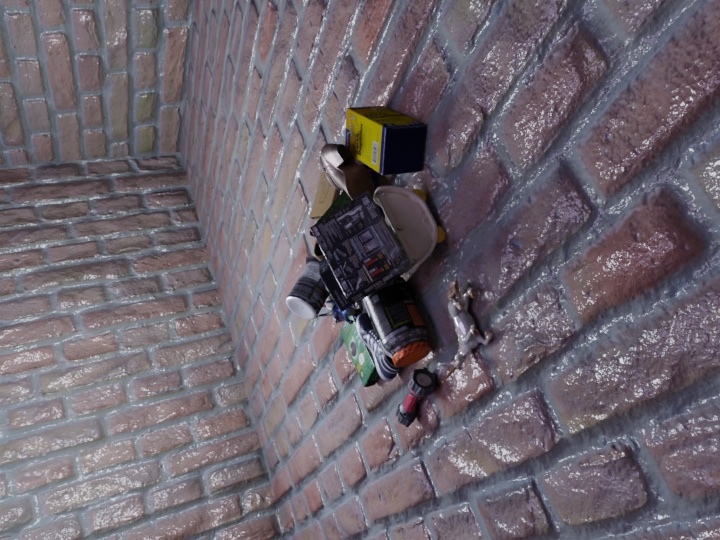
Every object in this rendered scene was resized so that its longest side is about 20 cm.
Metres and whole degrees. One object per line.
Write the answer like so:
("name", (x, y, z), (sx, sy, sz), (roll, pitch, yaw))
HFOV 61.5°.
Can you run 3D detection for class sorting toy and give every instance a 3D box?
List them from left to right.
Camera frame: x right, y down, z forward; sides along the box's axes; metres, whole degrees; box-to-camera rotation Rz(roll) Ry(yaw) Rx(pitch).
("sorting toy", (0.106, -0.083, 1.420), (0.202, 0.106, 0.180), (65, 162, 15))

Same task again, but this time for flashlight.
("flashlight", (0.137, 0.327, 1.534), (0.068, 0.068, 0.202), (33, 137, 18))

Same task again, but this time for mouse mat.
("mouse mat", (-0.025, -0.142, 1.497), (0.160, 0.201, 0.008), (29, 167, 45))

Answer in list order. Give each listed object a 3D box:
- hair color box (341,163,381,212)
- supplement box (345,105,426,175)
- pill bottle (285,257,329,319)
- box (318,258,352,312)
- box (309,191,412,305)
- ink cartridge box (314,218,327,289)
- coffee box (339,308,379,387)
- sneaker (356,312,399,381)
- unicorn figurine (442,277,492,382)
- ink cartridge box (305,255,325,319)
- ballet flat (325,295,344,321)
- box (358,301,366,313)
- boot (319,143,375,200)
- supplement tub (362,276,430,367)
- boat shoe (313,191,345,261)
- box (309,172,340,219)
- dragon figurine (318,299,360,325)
("hair color box", (0.003, -0.177, 1.630), (0.109, 0.064, 0.203), (-4, 97, 64))
("supplement box", (0.054, -0.309, 1.419), (0.200, 0.107, 0.111), (43, 136, 52))
("pill bottle", (-0.132, 0.037, 1.799), (0.105, 0.201, 0.107), (21, 147, 14))
("box", (-0.001, -0.009, 1.465), (0.105, 0.181, 0.200), (58, -179, -10))
("box", (-0.001, -0.052, 1.331), (0.201, 0.157, 0.050), (60, -176, 25))
("ink cartridge box", (-0.070, -0.046, 1.684), (0.147, 0.082, 0.203), (-168, 68, -83))
("coffee box", (0.006, 0.227, 1.793), (0.202, 0.043, 0.124), (63, 149, 31))
("sneaker", (0.057, 0.191, 1.640), (0.202, 0.069, 0.109), (64, 156, 17))
("unicorn figurine", (0.222, 0.126, 1.286), (0.137, 0.073, 0.203), (124, 145, -68))
("ink cartridge box", (-0.139, 0.058, 1.976), (0.201, 0.050, 0.110), (79, -177, -50))
("ballet flat", (-0.091, 0.062, 1.895), (0.068, 0.071, 0.203), (-13, 82, 20))
("box", (0.000, 0.000, 1.732), (0.145, 0.036, 0.202), (114, 140, -51))
("boot", (-0.035, -0.224, 1.498), (0.202, 0.070, 0.146), (65, 161, -3))
("supplement tub", (0.090, 0.125, 1.487), (0.202, 0.121, 0.123), (68, 152, 26))
("boat shoe", (-0.063, -0.115, 1.565), (0.073, 0.066, 0.203), (21, 92, 22))
("box", (-0.089, -0.249, 1.746), (0.163, 0.021, 0.203), (3, 78, 65))
("dragon figurine", (-0.059, 0.099, 1.743), (0.199, 0.059, 0.101), (5, 123, 50))
